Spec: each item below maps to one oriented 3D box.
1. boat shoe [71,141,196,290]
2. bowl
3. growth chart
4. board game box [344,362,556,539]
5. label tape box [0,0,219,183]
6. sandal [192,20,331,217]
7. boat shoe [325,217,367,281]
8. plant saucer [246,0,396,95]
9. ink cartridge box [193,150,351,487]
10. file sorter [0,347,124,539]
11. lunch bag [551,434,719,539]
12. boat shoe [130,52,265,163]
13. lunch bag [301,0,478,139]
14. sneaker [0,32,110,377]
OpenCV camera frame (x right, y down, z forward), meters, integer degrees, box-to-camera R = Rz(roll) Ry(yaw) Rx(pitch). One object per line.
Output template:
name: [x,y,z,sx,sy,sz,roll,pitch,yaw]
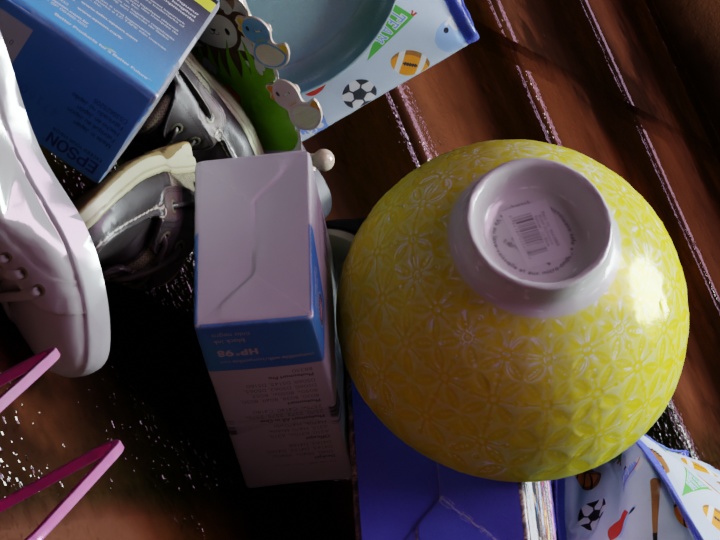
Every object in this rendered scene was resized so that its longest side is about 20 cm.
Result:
boat shoe: [-0.119,-0.023,1.165,0.066,0.071,0.201,56,15,-4]
bowl: [0.089,0.001,1.150,0.108,0.198,0.202,99,-23,-60]
growth chart: [-0.099,-0.139,1.300,0.018,0.144,0.201,-42,111,-34]
board game box: [0.059,0.141,1.254,0.200,0.096,0.161,68,16,-59]
label tape box: [-0.161,-0.143,1.152,0.143,0.066,0.200,34,23,-7]
sandal: [-0.078,-0.116,1.351,0.043,0.076,0.201,-40,111,-35]
boat shoe: [-0.002,-0.002,1.312,0.074,0.063,0.201,48,-15,3]
plant saucer: [-0.070,-0.209,1.369,0.201,0.199,0.027,57,1,-17]
ink cartridge box: [-0.044,0.042,1.207,0.201,0.066,0.117,78,7,-51]
file sorter: [-0.131,0.150,0.816,0.201,0.125,0.139,61,19,-8]
lunch bag: [0.209,0.194,1.379,0.169,0.124,0.201,24,36,-51]
boat shoe: [-0.122,-0.099,1.278,0.201,0.073,0.065,58,35,-20]
lunch bag: [-0.040,-0.216,1.455,0.201,0.169,0.124,56,7,-26]
sneaker: [-0.190,-0.030,1.026,0.084,0.072,0.202,-32,104,-38]
